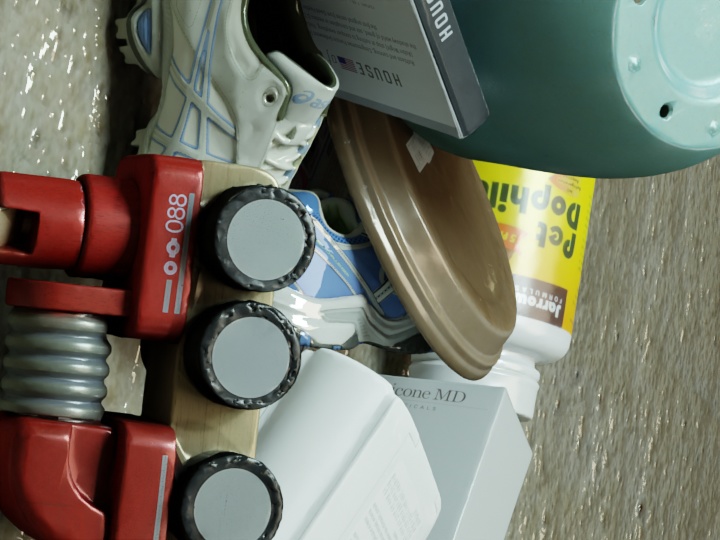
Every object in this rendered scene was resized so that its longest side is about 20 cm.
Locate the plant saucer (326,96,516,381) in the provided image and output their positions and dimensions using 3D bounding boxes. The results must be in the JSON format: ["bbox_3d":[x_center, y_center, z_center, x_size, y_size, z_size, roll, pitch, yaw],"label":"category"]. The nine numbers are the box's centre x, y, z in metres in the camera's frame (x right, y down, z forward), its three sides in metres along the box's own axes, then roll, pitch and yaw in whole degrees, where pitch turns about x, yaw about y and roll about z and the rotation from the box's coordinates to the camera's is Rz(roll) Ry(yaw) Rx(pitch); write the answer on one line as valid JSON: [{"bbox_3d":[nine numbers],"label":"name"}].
[{"bbox_3d":[0.035,-0.038,1.268,0.200,0.029,0.200,57,19,-32],"label":"plant saucer"}]

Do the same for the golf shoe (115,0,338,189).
[{"bbox_3d":[-0.054,-0.063,1.105,0.078,0.097,0.200,-20,106,-54],"label":"golf shoe"}]

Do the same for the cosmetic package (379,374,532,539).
[{"bbox_3d":[0.018,0.160,1.351,0.071,0.101,0.200,67,35,-47],"label":"cosmetic package"}]

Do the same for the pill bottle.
[{"bbox_3d":[0.081,-0.013,1.448,0.109,0.109,0.200,30,67,-65],"label":"pill bottle"}]

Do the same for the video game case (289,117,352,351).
[{"bbox_3d":[-0.046,-0.054,1.255,0.182,0.024,0.200,63,40,-50],"label":"video game case"}]

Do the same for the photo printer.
[{"bbox_3d":[-0.043,0.157,1.189,0.200,0.069,0.166,-56,157,-18],"label":"photo printer"}]

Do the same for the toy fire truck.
[{"bbox_3d":[-0.128,0.033,0.999,0.129,0.200,0.176,-175,-87,-70],"label":"toy fire truck"}]

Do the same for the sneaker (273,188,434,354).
[{"bbox_3d":[0.000,0.000,1.244,0.200,0.076,0.077,3,98,-67],"label":"sneaker"}]

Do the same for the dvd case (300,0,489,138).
[{"bbox_3d":[-0.024,-0.161,1.101,0.025,0.150,0.200,-40,128,-23],"label":"dvd case"}]

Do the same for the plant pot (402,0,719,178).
[{"bbox_3d":[0.124,-0.136,1.166,0.201,0.161,0.201,-10,109,-31],"label":"plant pot"}]
